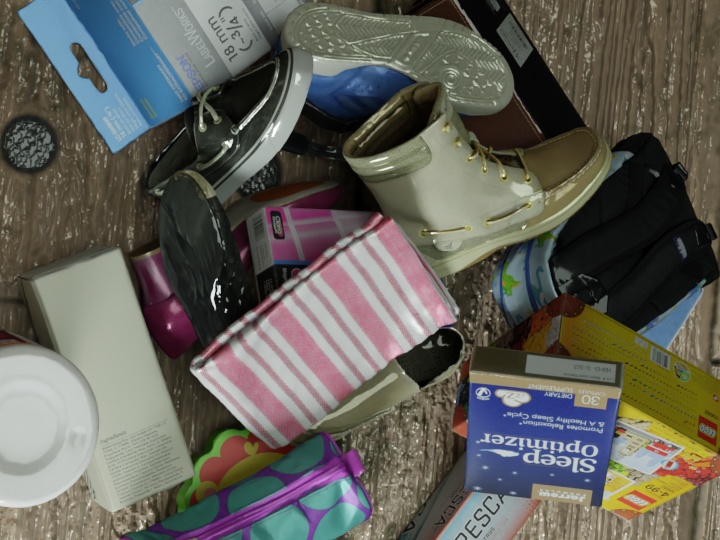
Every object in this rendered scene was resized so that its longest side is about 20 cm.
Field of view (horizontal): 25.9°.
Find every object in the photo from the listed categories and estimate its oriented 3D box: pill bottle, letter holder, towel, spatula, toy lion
[{"bbox_3d":[-0.272,0.105,1.178,0.113,0.200,0.116,-1,93,-22],"label":"pill bottle"},{"bbox_3d":[0.091,-0.142,1.384,0.201,0.141,0.101,54,30,-12],"label":"letter holder"},{"bbox_3d":[-0.026,0.054,1.246,0.199,0.030,0.147,-38,139,2],"label":"towel"},{"bbox_3d":[-0.032,-0.105,1.369,0.198,0.021,0.057,14,75,-21],"label":"spatula"},{"bbox_3d":[-0.100,0.234,1.339,0.198,0.069,0.194,-23,94,-20],"label":"toy lion"}]

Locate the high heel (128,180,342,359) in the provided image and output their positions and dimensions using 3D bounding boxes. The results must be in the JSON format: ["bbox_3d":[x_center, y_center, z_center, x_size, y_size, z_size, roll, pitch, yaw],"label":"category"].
[{"bbox_3d":[-0.094,-0.005,1.325,0.198,0.067,0.097,-26,109,-23],"label":"high heel"}]

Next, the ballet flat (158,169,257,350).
[{"bbox_3d":[-0.114,0.011,1.270,0.057,0.066,0.202,-43,123,-52],"label":"ballet flat"}]

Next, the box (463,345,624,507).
[{"bbox_3d":[0.147,0.141,1.290,0.119,0.201,0.033,6,50,7],"label":"box"}]

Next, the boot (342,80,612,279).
[{"bbox_3d":[0.096,-0.092,1.254,0.198,0.072,0.155,-28,130,3],"label":"boot"}]

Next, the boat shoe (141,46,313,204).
[{"bbox_3d":[-0.109,-0.111,1.251,0.063,0.200,0.071,21,45,-28],"label":"boat shoe"}]

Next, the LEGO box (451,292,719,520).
[{"bbox_3d":[0.203,0.121,1.346,0.199,0.149,0.078,28,51,-19],"label":"LEGO box"}]

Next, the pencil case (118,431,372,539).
[{"bbox_3d":[-0.091,0.209,1.269,0.198,0.093,0.086,-27,70,-19],"label":"pencil case"}]

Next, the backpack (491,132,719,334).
[{"bbox_3d":[0.213,-0.004,1.406,0.164,0.153,0.200,60,40,-14],"label":"backpack"}]

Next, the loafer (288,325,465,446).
[{"bbox_3d":[0.010,0.088,1.359,0.199,0.068,0.076,-26,81,-28],"label":"loafer"}]

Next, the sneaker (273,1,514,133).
[{"bbox_3d":[0.022,-0.159,1.306,0.197,0.111,0.078,9,70,-13],"label":"sneaker"}]

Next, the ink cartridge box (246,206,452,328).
[{"bbox_3d":[0.000,0.000,1.310,0.198,0.037,0.096,2,70,-38],"label":"ink cartridge box"}]

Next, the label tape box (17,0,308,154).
[{"bbox_3d":[-0.157,-0.211,1.288,0.199,0.063,0.145,-39,106,-18],"label":"label tape box"}]

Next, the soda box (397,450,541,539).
[{"bbox_3d":[0.096,0.228,1.414,0.064,0.068,0.200,44,75,-17],"label":"soda box"}]

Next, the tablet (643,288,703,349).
[{"bbox_3d":[0.233,0.007,1.494,0.200,0.014,0.131,41,76,-21],"label":"tablet"}]

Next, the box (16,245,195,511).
[{"bbox_3d":[-0.208,0.086,1.277,0.081,0.068,0.202,-20,100,-22],"label":"box"}]
